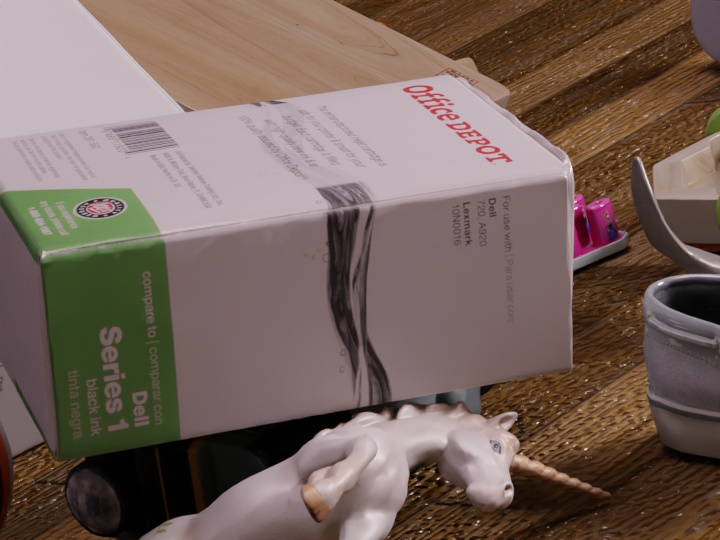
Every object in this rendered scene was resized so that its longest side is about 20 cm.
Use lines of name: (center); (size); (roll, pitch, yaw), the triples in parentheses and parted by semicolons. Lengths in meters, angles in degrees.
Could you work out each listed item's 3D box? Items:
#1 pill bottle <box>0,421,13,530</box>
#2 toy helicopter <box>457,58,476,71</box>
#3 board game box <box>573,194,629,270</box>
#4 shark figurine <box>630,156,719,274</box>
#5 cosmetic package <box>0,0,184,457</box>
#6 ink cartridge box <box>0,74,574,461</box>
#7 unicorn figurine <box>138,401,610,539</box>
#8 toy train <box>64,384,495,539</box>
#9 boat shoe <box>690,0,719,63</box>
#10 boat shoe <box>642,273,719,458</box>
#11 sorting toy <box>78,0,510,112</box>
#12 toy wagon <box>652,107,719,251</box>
pill bottle: (-0.208, 0.107, 1.141); (0.109, 0.110, 0.200); (-13, 15, 14)
toy helicopter: (0.005, -0.088, 1.724); (0.132, 0.079, 0.200); (-24, -1, 31)
board game box: (0.000, 0.000, 1.472); (0.199, 0.026, 0.200); (-22, 15, -21)
shark figurine: (0.218, -0.020, 1.257); (0.214, 0.129, 0.089); (-29, -18, 27)
cosmetic package: (-0.200, -0.017, 1.354); (0.199, 0.168, 0.166); (-26, 59, -33)
ink cartridge box: (-0.034, -0.006, 1.126); (0.199, 0.085, 0.146); (-8, 20, -14)
unicorn figurine: (-0.019, 0.092, 1.051); (0.199, 0.074, 0.137); (-16, 12, 9)
toy train: (-0.024, 0.058, 1.194); (0.114, 0.086, 0.200); (10, 26, 36)
boat shoe: (0.259, -0.144, 1.664); (0.069, 0.071, 0.200); (7, -2, -28)
boat shoe: (0.175, 0.029, 1.078); (0.070, 0.072, 0.200); (-28, 18, -38)
sorting toy: (-0.059, -0.080, 1.502); (0.199, 0.070, 0.199); (28, 26, 17)
toy wagon: (0.234, -0.056, 1.394); (0.199, 0.040, 0.155); (-14, 15, 9)
